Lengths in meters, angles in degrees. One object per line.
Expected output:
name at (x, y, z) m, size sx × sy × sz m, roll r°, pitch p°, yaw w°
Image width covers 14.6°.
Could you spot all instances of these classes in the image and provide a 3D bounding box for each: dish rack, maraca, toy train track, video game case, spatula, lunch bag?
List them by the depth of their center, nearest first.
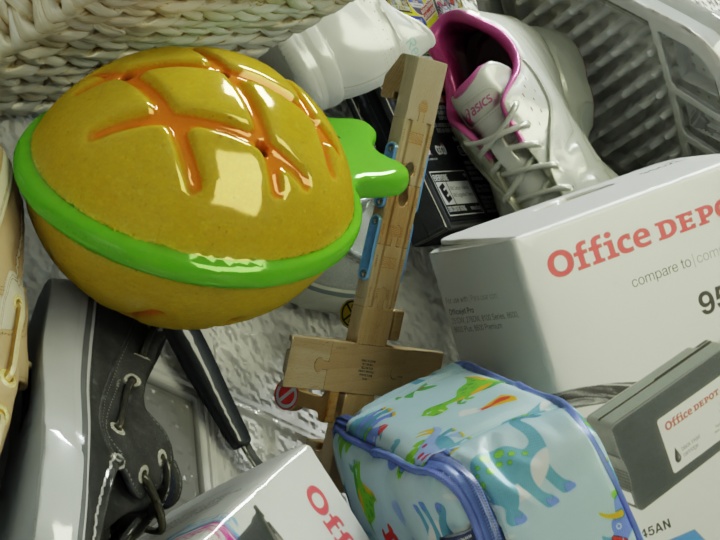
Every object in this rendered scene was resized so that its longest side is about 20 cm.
maraca at (-0.059, -0.040, 1.139) m, size 0.137 × 0.107 × 0.200 m, roll 29°, pitch 28°, yaw 15°
lunch bag at (0.063, 0.130, 1.189) m, size 0.161 × 0.082 × 0.200 m, roll 68°, pitch -14°, yaw -13°
spatula at (-0.038, 0.086, 1.234) m, size 0.200 × 0.021 × 0.057 m, roll 55°, pitch 11°, yaw -4°
toy train track at (0.000, 0.000, 1.278) m, size 0.115 × 0.032 × 0.201 m, roll 9°, pitch 95°, yaw -53°
video game case at (0.030, -0.100, 1.449) m, size 0.181 × 0.025 × 0.200 m, roll 65°, pitch 20°, yaw 6°
dish rack at (0.144, -0.099, 1.472) m, size 0.044 × 0.200 × 0.172 m, roll -40°, pitch 137°, yaw -20°

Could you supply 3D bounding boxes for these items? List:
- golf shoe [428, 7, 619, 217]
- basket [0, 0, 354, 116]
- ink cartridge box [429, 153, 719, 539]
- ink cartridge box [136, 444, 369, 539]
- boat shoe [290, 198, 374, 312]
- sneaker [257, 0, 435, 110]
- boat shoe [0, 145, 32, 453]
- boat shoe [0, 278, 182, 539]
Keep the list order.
golf shoe at (0.083, -0.050, 1.393) m, size 0.091 × 0.075 × 0.200 m, roll 26°, pitch 33°, yaw -44°
basket at (-0.114, -0.184, 1.209) m, size 0.198 × 0.161 × 0.200 m, roll -6°, pitch 71°, yaw -57°
ink cartridge box at (0.135, 0.060, 1.291) m, size 0.144 × 0.084 × 0.201 m, roll -20°, pitch 95°, yaw -26°
ink cartridge box at (-0.053, 0.176, 1.083) m, size 0.148 × 0.086 × 0.200 m, roll 58°, pitch 32°, yaw -5°
boat shoe at (-0.031, -0.036, 1.297) m, size 0.201 × 0.071 × 0.070 m, roll 24°, pitch 46°, yaw -48°
sneaker at (-0.033, -0.172, 1.335) m, size 0.200 × 0.088 × 0.075 m, roll 64°, pitch -13°, yaw 13°
boat shoe at (-0.160, 0.035, 1.064) m, size 0.069 × 0.074 × 0.200 m, roll 55°, pitch 30°, yaw -34°
boat shoe at (-0.100, 0.074, 1.075) m, size 0.066 × 0.070 × 0.200 m, roll 17°, pitch 25°, yaw -13°
